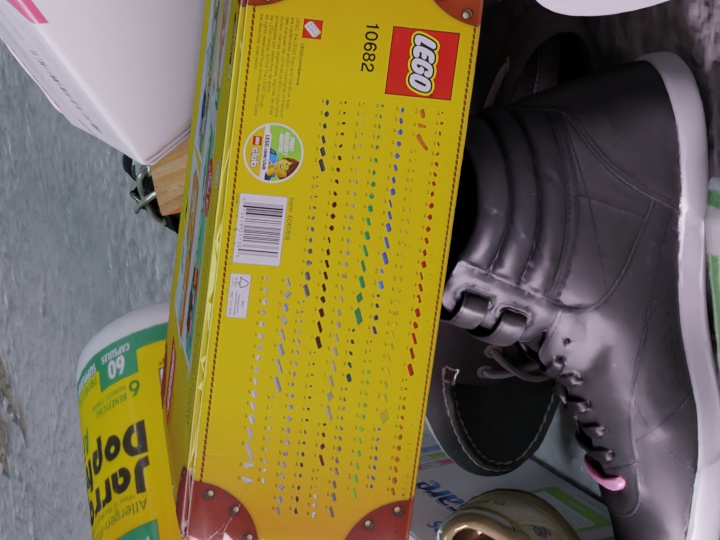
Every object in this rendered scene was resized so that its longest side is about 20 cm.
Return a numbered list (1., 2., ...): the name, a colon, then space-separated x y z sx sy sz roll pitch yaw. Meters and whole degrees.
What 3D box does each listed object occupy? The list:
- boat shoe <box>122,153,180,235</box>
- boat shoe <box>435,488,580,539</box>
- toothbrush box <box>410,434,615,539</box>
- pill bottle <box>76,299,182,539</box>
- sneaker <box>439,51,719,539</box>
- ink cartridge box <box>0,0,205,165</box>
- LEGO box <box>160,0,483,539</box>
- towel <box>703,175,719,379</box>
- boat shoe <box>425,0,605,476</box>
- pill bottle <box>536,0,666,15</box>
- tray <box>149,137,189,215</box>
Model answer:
1. boat shoe: -0.092 -0.050 1.205 0.071 0.063 0.201 111 142 -51
2. boat shoe: 0.087 0.167 0.803 0.200 0.073 0.063 52 -172 9
3. toothbrush box: 0.048 0.184 0.950 0.145 0.086 0.201 -153 56 -62
4. pill bottle: -0.067 0.123 1.067 0.113 0.112 0.201 116 149 -54
5. sneaker: 0.069 0.029 0.807 0.071 0.098 0.202 -152 56 -73
6. ink cartridge box: -0.118 -0.131 0.957 0.147 0.083 0.200 52 173 -15
7. LEGO box: -0.018 -0.024 0.788 0.149 0.077 0.201 -114 30 -73
8. towel: 0.159 0.075 0.727 0.152 0.023 0.202 -162 64 -64
9. boat shoe: 0.057 -0.008 0.875 0.057 0.066 0.201 -138 47 -62
10. pill bottle: 0.064 -0.189 0.718 0.120 0.119 0.201 129 127 -60
11. tray: -0.012 -0.061 0.970 0.200 0.098 0.037 -21 82 67
